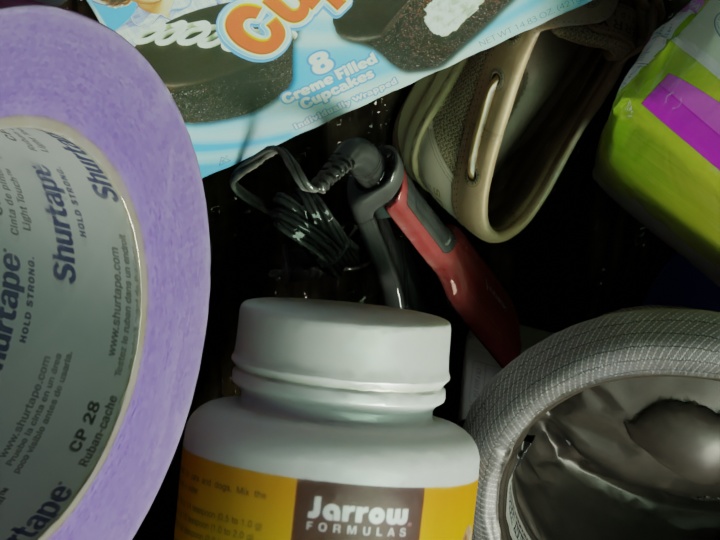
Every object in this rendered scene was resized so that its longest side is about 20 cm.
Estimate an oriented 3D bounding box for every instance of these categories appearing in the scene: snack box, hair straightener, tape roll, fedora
[{"bbox_3d":[0.008,-0.118,0.880,0.199,0.037,0.116,-24,135,7],"label":"snack box"},{"bbox_3d":[0.000,0.000,0.971,0.077,0.041,0.200,-12,158,15],"label":"hair straightener"},{"bbox_3d":[-0.136,0.016,0.743,0.200,0.085,0.201,-27,124,-50],"label":"tape roll"},{"bbox_3d":[0.137,0.082,0.988,0.199,0.090,0.178,16,120,3],"label":"fedora"}]

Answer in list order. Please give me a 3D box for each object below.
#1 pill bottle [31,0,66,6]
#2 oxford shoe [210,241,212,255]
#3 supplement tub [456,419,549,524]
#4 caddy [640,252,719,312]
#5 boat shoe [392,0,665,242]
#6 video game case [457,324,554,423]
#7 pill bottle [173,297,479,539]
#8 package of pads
[{"bbox_3d":[-0.069,-0.185,0.759,0.200,0.112,0.112,-48,136,6],"label":"pill bottle"},{"bbox_3d":[-0.133,0.016,0.889,0.199,0.084,0.073,-10,126,-31],"label":"oxford shoe"},{"bbox_3d":[-0.015,0.147,1.051,0.200,0.107,0.107,-36,136,-5],"label":"supplement tub"},{"bbox_3d":[0.217,0.025,1.121,0.200,0.105,0.141,-43,137,1],"label":"caddy"},{"bbox_3d":[0.087,-0.103,0.963,0.071,0.065,0.201,11,115,-40],"label":"boat shoe"},{"bbox_3d":[0.134,0.118,1.098,0.023,0.199,0.182,-59,158,-51],"label":"video game case"},{"bbox_3d":[-0.015,0.114,0.939,0.109,0.109,0.201,2,96,-36],"label":"pill bottle"},{"bbox_3d":[0.159,-0.024,0.958,0.068,0.154,0.200,-49,173,-3],"label":"package of pads"}]
